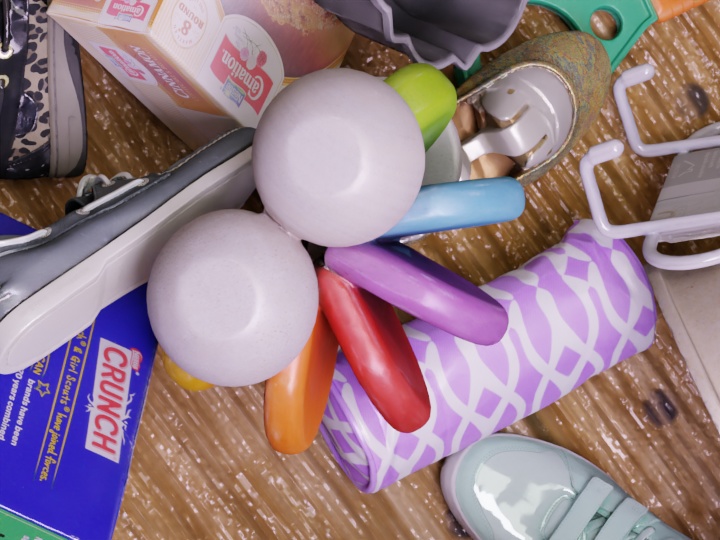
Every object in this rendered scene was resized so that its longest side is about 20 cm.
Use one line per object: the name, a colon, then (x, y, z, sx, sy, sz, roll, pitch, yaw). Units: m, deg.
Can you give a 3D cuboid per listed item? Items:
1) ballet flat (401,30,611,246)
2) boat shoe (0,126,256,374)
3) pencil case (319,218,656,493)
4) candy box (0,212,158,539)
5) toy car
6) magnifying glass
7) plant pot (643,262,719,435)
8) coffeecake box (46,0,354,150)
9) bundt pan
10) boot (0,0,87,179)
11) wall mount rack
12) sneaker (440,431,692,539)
ballet flat: (0.058, -0.063, 1.471, 0.199, 0.071, 0.071, -31, 90, -10)
boat shoe: (-0.122, -0.026, 1.349, 0.062, 0.073, 0.200, 44, 55, 14)
pencil case: (0.063, 0.041, 1.462, 0.199, 0.084, 0.086, -26, 54, -19)
candy box: (-0.208, 0.050, 1.344, 0.199, 0.077, 0.170, 26, 46, -18)
toy car: (0.000, 0.000, 1.341, 0.150, 0.175, 0.200, 39, 97, 8)
magnifying glass: (0.143, -0.141, 1.543, 0.199, 0.022, 0.080, -26, 89, -15)
plant pot: (0.272, 0.047, 1.421, 0.183, 0.200, 0.201, -26, 88, 7)
coffeecake box: (-0.057, -0.176, 1.424, 0.073, 0.153, 0.201, 15, 73, 33)
bundt pan: (0.030, -0.207, 1.403, 0.075, 0.202, 0.203, 15, 73, 33)
boot: (-0.224, -0.130, 1.389, 0.153, 0.074, 0.205, -12, 113, -13)
wall mount rack: (0.210, -0.075, 1.448, 0.173, 0.200, 0.075, -10, 112, 19)
sneaker: (0.140, 0.144, 1.445, 0.200, 0.118, 0.074, 33, 76, -6)
